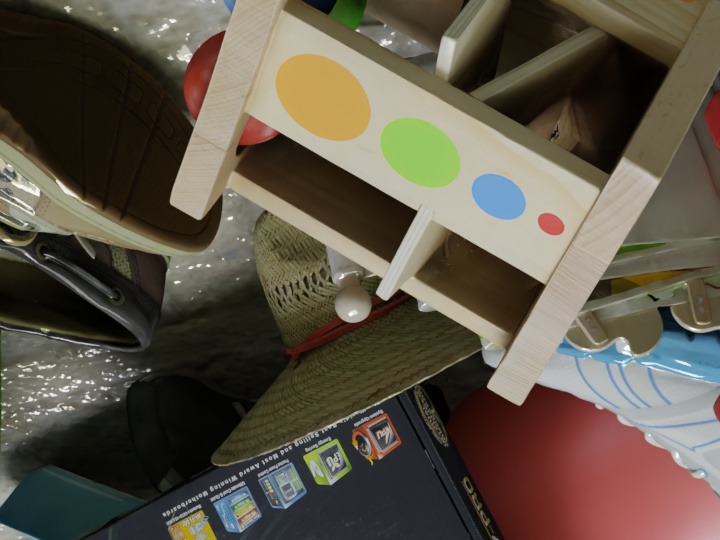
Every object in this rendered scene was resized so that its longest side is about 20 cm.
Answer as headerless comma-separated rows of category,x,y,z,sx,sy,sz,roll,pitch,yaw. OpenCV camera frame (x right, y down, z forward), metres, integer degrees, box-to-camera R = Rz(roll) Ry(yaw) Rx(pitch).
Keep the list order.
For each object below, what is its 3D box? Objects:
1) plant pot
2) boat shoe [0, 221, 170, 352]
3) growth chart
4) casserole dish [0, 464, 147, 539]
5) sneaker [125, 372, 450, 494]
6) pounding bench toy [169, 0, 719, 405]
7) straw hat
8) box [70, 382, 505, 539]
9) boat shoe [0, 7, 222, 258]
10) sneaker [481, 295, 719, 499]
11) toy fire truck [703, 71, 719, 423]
plant pot,0.167,0.087,0.933,0.200,0.201,0.177,23,128,-35
boat shoe,-0.170,-0.011,0.833,0.200,0.065,0.073,10,145,-20
growth chart,0.074,-0.031,0.775,0.199,0.145,0.018,-1,153,-11
casserole dish,-0.102,0.135,1.014,0.121,0.039,0.200,26,170,-32
sneaker,-0.019,0.077,0.991,0.115,0.075,0.200,-26,151,20
pounding bench toy,0.044,-0.091,0.709,0.156,0.200,0.124,30,140,4
straw hat,0.000,0.000,0.845,0.201,0.085,0.201,-27,-178,1
box,-0.030,0.156,0.882,0.200,0.161,0.049,-28,179,12
boat shoe,-0.142,-0.060,0.770,0.200,0.073,0.063,32,139,-27
sneaker,0.137,0.057,0.818,0.200,0.087,0.075,7,-165,31
toy fire truck,0.174,-0.045,0.706,0.049,0.141,0.200,9,129,-21
